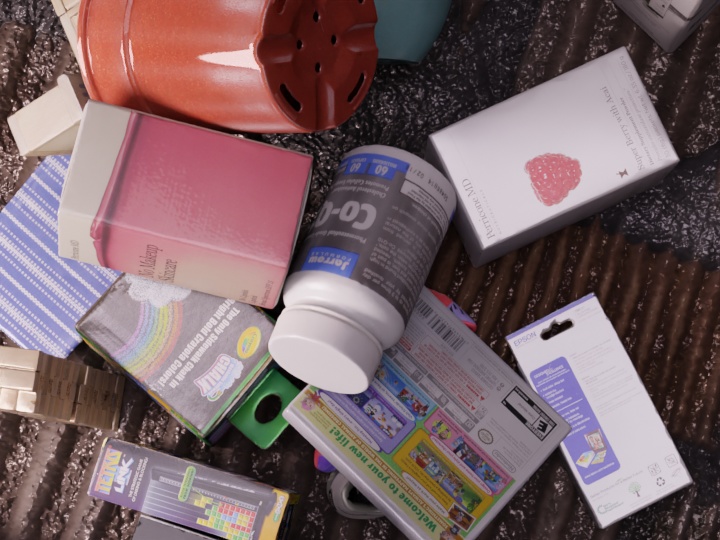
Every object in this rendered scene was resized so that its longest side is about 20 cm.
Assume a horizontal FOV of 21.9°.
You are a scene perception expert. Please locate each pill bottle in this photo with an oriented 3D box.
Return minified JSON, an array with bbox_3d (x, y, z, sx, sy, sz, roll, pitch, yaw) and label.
[{"bbox_3d":[0.000,0.000,1.635,0.113,0.114,0.201,22,64,3],"label":"pill bottle"}]

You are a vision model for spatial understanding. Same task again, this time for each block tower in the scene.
[{"bbox_3d":[-0.274,0.106,1.663,0.058,0.200,0.054,7,82,17],"label":"block tower"}]

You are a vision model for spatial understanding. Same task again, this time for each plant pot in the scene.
[{"bbox_3d":[-0.102,-0.199,1.589,0.195,0.201,0.202,8,79,40],"label":"plant pot"},{"bbox_3d":[-0.002,-0.274,1.723,0.200,0.201,0.162,3,95,0],"label":"plant pot"}]

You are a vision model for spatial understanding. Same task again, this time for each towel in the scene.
[{"bbox_3d":[-0.276,-0.023,1.761,0.145,0.024,0.200,40,85,11],"label":"towel"}]

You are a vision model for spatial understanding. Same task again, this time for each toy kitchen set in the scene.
[{"bbox_3d":[-0.228,-0.229,1.686,0.163,0.180,0.201,-28,81,28],"label":"toy kitchen set"}]

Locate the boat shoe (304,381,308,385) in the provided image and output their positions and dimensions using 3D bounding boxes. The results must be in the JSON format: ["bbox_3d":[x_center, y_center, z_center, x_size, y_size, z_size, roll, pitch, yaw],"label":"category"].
[{"bbox_3d":[-0.008,0.019,1.739,0.072,0.076,0.200,26,73,7],"label":"boat shoe"}]

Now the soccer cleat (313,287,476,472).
[{"bbox_3d":[0.029,0.107,1.724,0.076,0.067,0.200,30,77,15],"label":"soccer cleat"}]

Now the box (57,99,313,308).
[{"bbox_3d":[-0.152,-0.054,1.599,0.199,0.128,0.109,14,72,-4],"label":"box"}]

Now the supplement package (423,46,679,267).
[{"bbox_3d":[0.173,-0.102,1.729,0.199,0.120,0.122,-25,83,-3],"label":"supplement package"}]

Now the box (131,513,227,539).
[{"bbox_3d":[-0.120,0.280,1.632,0.163,0.200,0.086,19,82,2],"label":"box"}]

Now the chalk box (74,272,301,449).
[{"bbox_3d":[-0.141,0.078,1.702,0.200,0.124,0.125,41,82,5],"label":"chalk box"}]

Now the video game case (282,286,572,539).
[{"bbox_3d":[0.061,0.135,1.665,0.200,0.022,0.182,44,66,4],"label":"video game case"}]

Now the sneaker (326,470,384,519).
[{"bbox_3d":[0.068,0.184,1.701,0.199,0.089,0.074,-22,90,-3],"label":"sneaker"}]

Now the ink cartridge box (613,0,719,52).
[{"bbox_3d":[0.320,-0.301,1.718,0.083,0.200,0.147,44,83,6],"label":"ink cartridge box"}]

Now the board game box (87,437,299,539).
[{"bbox_3d":[-0.142,0.198,1.644,0.165,0.200,0.057,16,83,3],"label":"board game box"}]

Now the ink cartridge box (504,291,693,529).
[{"bbox_3d":[0.220,0.130,1.737,0.099,0.039,0.201,-25,84,-4],"label":"ink cartridge box"}]
